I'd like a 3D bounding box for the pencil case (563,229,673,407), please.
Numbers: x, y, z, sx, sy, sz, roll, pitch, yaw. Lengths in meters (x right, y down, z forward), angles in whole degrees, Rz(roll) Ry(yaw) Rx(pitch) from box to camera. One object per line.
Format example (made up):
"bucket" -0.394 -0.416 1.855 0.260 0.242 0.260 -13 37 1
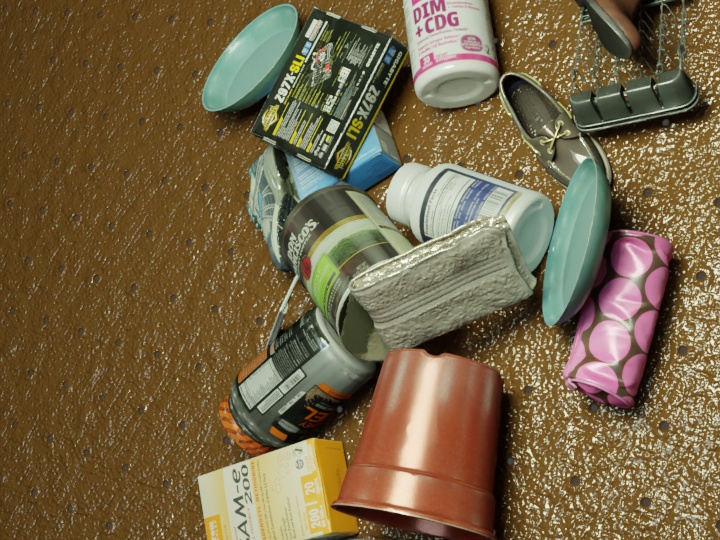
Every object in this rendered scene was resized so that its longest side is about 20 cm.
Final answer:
"pencil case" 0.293 0.053 1.343 0.093 0.091 0.201 15 82 -4

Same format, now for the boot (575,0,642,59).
"boot" 0.361 -0.349 1.385 0.199 0.069 0.189 -25 37 8

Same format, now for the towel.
"towel" 0.100 0.019 1.367 0.199 0.133 0.035 -25 41 8

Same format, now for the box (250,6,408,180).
"box" -0.044 -0.244 1.591 0.159 0.049 0.201 29 93 40

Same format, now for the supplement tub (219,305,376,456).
"supplement tub" -0.086 0.150 1.546 0.200 0.122 0.123 -42 59 18

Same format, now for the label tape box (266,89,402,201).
"label tape box" -0.039 -0.200 1.644 0.144 0.063 0.201 -31 60 23

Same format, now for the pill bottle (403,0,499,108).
"pill bottle" 0.116 -0.328 1.544 0.113 0.113 0.201 -18 68 29

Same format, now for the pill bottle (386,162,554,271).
"pill bottle" 0.133 -0.071 1.467 0.200 0.111 0.111 23 91 36

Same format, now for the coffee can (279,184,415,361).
"coffee can" 0.000 0.000 1.482 0.147 0.146 0.200 -52 39 11

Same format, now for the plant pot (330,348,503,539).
"plant pot" 0.082 0.207 1.389 0.200 0.201 0.196 2 70 34

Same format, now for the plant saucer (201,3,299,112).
"plant saucer" -0.155 -0.306 1.730 0.200 0.036 0.201 -33 36 28

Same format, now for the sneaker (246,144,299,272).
"sneaker" -0.119 -0.082 1.671 0.086 0.077 0.201 -29 56 38

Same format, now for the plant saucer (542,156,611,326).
"plant saucer" 0.253 -0.031 1.352 0.027 0.200 0.201 14 84 -2

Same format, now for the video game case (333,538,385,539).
"video game case" 0.001 0.342 1.390 0.182 0.200 0.023 -6 80 32

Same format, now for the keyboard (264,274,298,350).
"keyboard" -0.109 0.066 1.558 0.011 0.200 0.056 20 65 -4

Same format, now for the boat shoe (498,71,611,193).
"boat shoe" 0.238 -0.172 1.455 0.072 0.059 0.200 -41 59 17

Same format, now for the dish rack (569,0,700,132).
"dish rack" 0.331 -0.272 1.414 0.153 0.055 0.201 -9 54 30

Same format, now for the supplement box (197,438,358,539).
"supplement box" -0.112 0.310 1.548 0.199 0.073 0.127 -23 68 27
